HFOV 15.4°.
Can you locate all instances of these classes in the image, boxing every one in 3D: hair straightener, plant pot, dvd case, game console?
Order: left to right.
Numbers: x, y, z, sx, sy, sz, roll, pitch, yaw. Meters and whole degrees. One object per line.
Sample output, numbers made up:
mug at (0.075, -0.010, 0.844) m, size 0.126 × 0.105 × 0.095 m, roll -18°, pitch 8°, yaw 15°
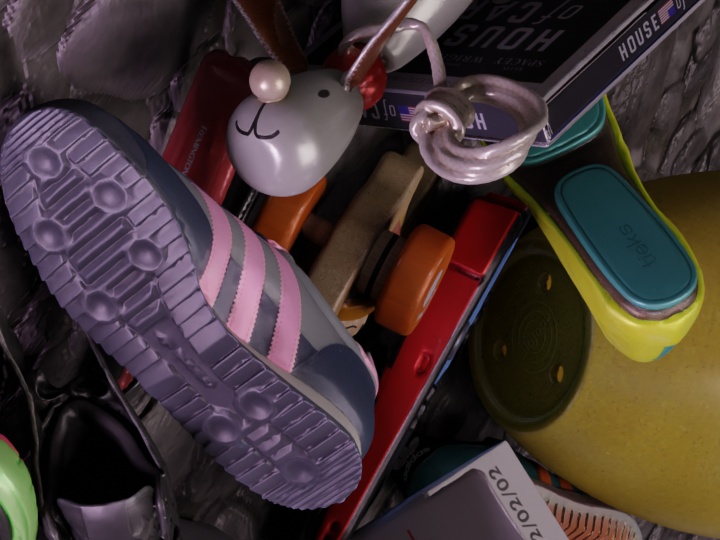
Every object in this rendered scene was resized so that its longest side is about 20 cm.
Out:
hair straightener at (-0.067, 0.003, 1.130) m, size 0.077 × 0.041 × 0.200 m, roll -3°, pitch 116°, yaw -60°
game console at (0.032, 0.046, 1.283) m, size 0.200 × 0.031 × 0.177 m, roll -24°, pitch 138°, yaw -84°
dvd case at (0.078, -0.120, 1.161) m, size 0.200 × 0.150 × 0.025 m, roll -42°, pitch 126°, yaw -36°
plant pot at (0.142, 0.040, 1.408) m, size 0.142 × 0.200 × 0.200 m, roll 6°, pitch 111°, yaw -35°

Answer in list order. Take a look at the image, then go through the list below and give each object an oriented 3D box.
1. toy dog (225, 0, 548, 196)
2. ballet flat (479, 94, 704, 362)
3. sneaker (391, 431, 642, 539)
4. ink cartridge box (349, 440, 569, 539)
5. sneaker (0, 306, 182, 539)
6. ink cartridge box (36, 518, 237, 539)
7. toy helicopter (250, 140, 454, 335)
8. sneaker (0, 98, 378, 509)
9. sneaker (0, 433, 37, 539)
toy dog at (0.009, -0.125, 1.067) m, size 0.200 × 0.132 × 0.096 m, roll -78°, pitch 157°, yaw -48°
ballet flat at (0.098, -0.040, 1.248) m, size 0.067 × 0.200 × 0.067 m, roll -21°, pitch 152°, yaw -11°
sneaker at (0.086, 0.131, 1.456) m, size 0.071 × 0.080 × 0.200 m, roll -52°, pitch 144°, yaw 2°
ink cartridge box at (0.048, 0.162, 1.292) m, size 0.068 × 0.115 × 0.200 m, roll -29°, pitch 175°, yaw -42°
sneaker at (-0.097, 0.112, 1.052) m, size 0.060 × 0.200 × 0.104 m, roll -16°, pitch 159°, yaw -4°
ink cartridge box at (-0.091, 0.222, 1.171) m, size 0.145 × 0.145 × 0.200 m, roll 21°, pitch 94°, yaw -63°
toy helicopter at (0.000, 0.000, 1.201) m, size 0.132 × 0.079 × 0.200 m, roll -67°, pitch 173°, yaw 28°
sneaker at (-0.065, 0.002, 1.052) m, size 0.200 × 0.070 × 0.082 m, roll 53°, pitch 30°, yaw -22°
sneaker at (-0.169, 0.134, 1.053) m, size 0.084 × 0.077 × 0.200 m, roll -27°, pitch 136°, yaw -24°
